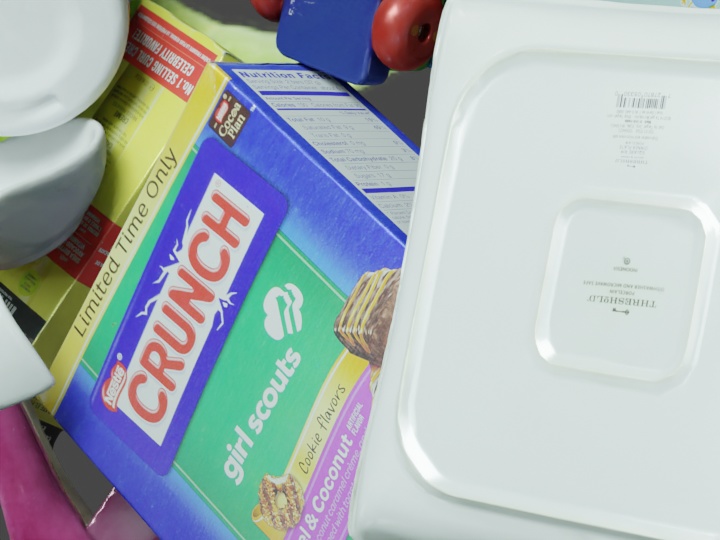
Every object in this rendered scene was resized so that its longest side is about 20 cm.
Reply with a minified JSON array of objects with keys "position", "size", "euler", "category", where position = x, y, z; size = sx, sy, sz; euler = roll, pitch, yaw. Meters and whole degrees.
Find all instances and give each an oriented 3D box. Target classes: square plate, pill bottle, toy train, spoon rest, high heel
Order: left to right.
[{"position":[-0.171,0.085,0.953],"size":[0.200,0.067,0.096],"euler":[38,84,-1],"category":"high heel"},{"position":[-0.153,-0.017,0.931],"size":[0.099,0.061,0.200],"euler":[-22,28,6],"category":"spoon rest"},{"position":[-0.163,-0.155,1.042],"size":[0.112,0.112,0.200],"euler":[-38,26,16],"category":"pill bottle"},{"position":[0.036,-0.175,0.873],"size":[0.085,0.116,0.201],"euler":[25,109,36],"category":"toy train"},{"position":[0.087,0.007,0.707],"size":[0.199,0.028,0.199],"euler":[8,86,35],"category":"square plate"}]

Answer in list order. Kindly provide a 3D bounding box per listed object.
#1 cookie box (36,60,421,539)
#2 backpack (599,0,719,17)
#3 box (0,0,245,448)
[{"position":[-0.013,0.044,0.846],"size":[0.200,0.075,0.171],"euler":[44,117,31],"category":"cookie box"},{"position":[0.135,-0.100,0.802],"size":[0.200,0.126,0.167],"euler":[16,96,47],"category":"backpack"},{"position":[-0.122,-0.022,1.023],"size":[0.075,0.050,0.200],"euler":[37,93,42],"category":"box"}]
